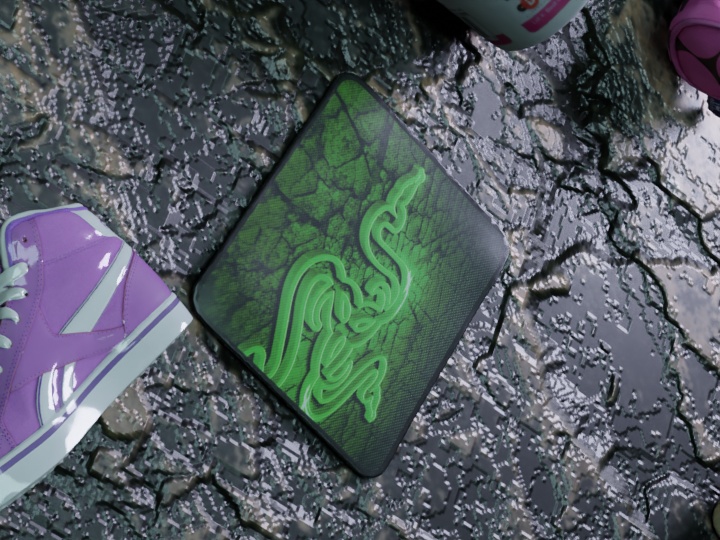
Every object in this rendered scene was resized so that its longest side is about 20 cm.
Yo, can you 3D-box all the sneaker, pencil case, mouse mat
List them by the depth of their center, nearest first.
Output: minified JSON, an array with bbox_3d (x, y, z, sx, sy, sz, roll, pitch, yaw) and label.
[{"bbox_3d":[-0.180,0.042,1.040,0.114,0.073,0.201,51,43,-11],"label":"sneaker"},{"bbox_3d":[0.000,0.000,1.225,0.161,0.008,0.200,45,56,-20],"label":"mouse mat"},{"bbox_3d":[0.285,-0.204,1.450,0.093,0.091,0.200,25,60,9],"label":"pencil case"}]

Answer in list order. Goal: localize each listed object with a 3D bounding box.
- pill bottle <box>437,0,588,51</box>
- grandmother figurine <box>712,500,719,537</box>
[{"bbox_3d":[0.050,-0.232,1.256,0.200,0.113,0.114,35,59,-26],"label":"pill bottle"},{"bbox_3d":[0.310,0.141,1.302,0.061,0.200,0.121,47,54,-18],"label":"grandmother figurine"}]
